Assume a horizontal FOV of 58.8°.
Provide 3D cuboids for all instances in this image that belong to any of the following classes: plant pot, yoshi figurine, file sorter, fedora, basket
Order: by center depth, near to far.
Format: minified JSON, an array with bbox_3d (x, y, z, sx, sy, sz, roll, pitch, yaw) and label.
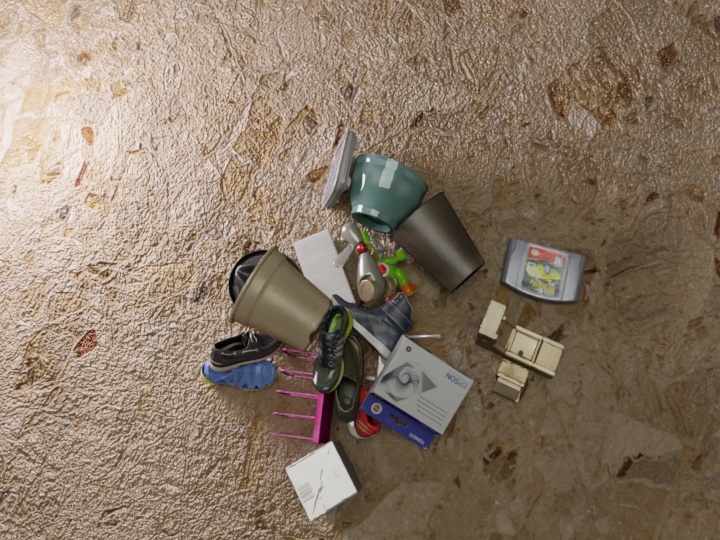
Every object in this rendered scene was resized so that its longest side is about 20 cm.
[{"bbox_3d":[-0.168,0.078,1.444,0.181,0.201,0.203,31,79,0],"label":"plant pot"},{"bbox_3d":[-0.131,0.294,1.499,0.122,0.139,0.206,5,76,8],"label":"file sorter"},{"bbox_3d":[0.200,-0.059,1.569,0.179,0.136,0.201,-37,80,-13],"label":"basket"},{"bbox_3d":[0.052,-0.175,1.571,0.196,0.201,0.137,21,78,9],"label":"plant pot"},{"bbox_3d":[0.055,-0.011,1.590,0.111,0.112,0.202,-34,87,-29],"label":"yoshi figurine"},{"bbox_3d":[-0.244,0.027,1.595,0.195,0.092,0.206,-1,75,3],"label":"fedora"}]

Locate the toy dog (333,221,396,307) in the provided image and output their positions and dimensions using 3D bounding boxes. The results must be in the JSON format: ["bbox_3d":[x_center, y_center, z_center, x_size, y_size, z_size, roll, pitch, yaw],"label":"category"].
[{"bbox_3d":[0.000,0.000,1.463,0.096,0.130,0.204,-39,47,32],"label":"toy dog"}]

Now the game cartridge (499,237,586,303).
[{"bbox_3d":[0.451,0.007,1.583,0.195,0.041,0.137,14,81,7],"label":"game cartridge"}]

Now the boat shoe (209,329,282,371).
[{"bbox_3d":[-0.269,0.178,1.532,0.197,0.064,0.072,-18,40,-33],"label":"boat shoe"}]

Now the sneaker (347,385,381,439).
[{"bbox_3d":[0.000,0.292,1.510,0.084,0.076,0.205,-23,83,31],"label":"sneaker"}]

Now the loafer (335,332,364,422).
[{"bbox_3d":[-0.025,0.238,1.455,0.073,0.070,0.206,-2,71,-1],"label":"loafer"}]

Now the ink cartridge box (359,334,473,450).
[{"bbox_3d":[0.127,0.284,1.454,0.197,0.041,0.203,31,93,-8],"label":"ink cartridge box"}]

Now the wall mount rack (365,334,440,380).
[{"bbox_3d":[0.102,0.212,1.534,0.169,0.075,0.206,5,77,4],"label":"wall mount rack"}]

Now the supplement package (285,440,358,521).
[{"bbox_3d":[-0.076,0.462,1.418,0.118,0.200,0.123,-29,75,-5],"label":"supplement package"}]

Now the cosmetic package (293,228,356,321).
[{"bbox_3d":[-0.088,0.013,1.599,0.099,0.071,0.204,-20,75,-2],"label":"cosmetic package"}]

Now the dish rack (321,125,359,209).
[{"bbox_3d":[-0.049,-0.250,1.607,0.042,0.200,0.176,14,77,-11],"label":"dish rack"}]

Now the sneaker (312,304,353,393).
[{"bbox_3d":[-0.069,0.167,1.408,0.072,0.081,0.205,5,71,13],"label":"sneaker"}]

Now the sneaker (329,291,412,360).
[{"bbox_3d":[0.033,0.089,1.501,0.201,0.077,0.147,40,85,13],"label":"sneaker"}]

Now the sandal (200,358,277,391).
[{"bbox_3d":[-0.300,0.248,1.549,0.194,0.087,0.082,-1,73,2],"label":"sandal"}]

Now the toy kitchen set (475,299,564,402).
[{"bbox_3d":[0.355,0.200,1.464,0.196,0.181,0.166,23,79,14],"label":"toy kitchen set"}]
